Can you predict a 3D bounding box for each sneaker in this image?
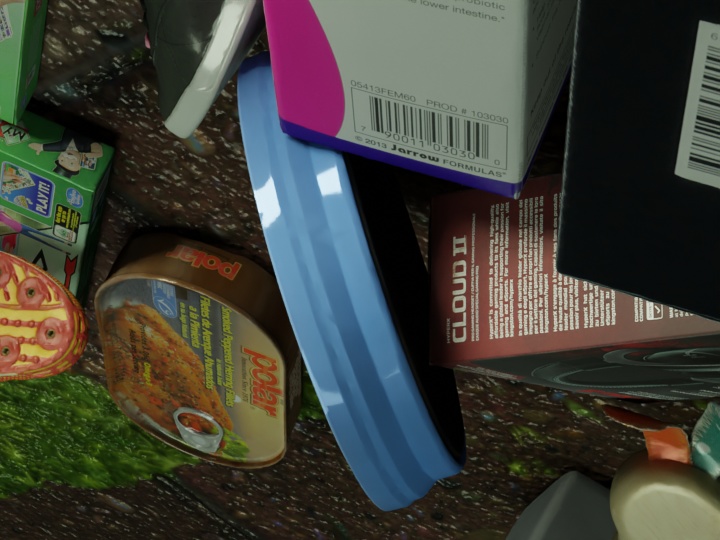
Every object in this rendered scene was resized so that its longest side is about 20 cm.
[{"bbox_3d":[-0.079,-0.136,0.830,0.099,0.071,0.200,26,146,1],"label":"sneaker"},{"bbox_3d":[-0.216,0.026,1.108,0.199,0.073,0.077,5,168,36],"label":"sneaker"}]

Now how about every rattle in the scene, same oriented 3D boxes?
[{"bbox_3d":[0.176,0.099,0.995,0.130,0.143,0.200,-5,125,42],"label":"rattle"}]

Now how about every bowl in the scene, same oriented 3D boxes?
[{"bbox_3d":[0.000,0.000,0.875,0.039,0.201,0.201,-18,139,8],"label":"bowl"}]

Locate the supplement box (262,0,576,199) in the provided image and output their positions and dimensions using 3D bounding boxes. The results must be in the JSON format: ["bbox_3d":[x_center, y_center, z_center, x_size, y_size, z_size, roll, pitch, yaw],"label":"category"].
[{"bbox_3d":[0.026,-0.132,0.723,0.101,0.104,0.200,17,151,13],"label":"supplement box"}]

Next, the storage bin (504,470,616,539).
[{"bbox_3d":[0.124,0.212,1.127,0.134,0.200,0.146,34,150,-1],"label":"storage bin"}]

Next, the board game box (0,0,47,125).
[{"bbox_3d":[-0.204,-0.152,0.923,0.134,0.029,0.200,23,150,-1],"label":"board game box"}]

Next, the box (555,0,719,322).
[{"bbox_3d":[0.141,-0.112,0.580,0.123,0.197,0.200,17,150,13],"label":"box"}]

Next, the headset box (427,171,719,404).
[{"bbox_3d":[0.134,0.006,0.840,0.199,0.078,0.149,-10,164,41],"label":"headset box"}]

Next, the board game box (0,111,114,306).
[{"bbox_3d":[-0.206,-0.031,1.103,0.134,0.029,0.200,23,150,0],"label":"board game box"}]

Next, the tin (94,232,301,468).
[{"bbox_3d":[-0.086,0.047,1.152,0.112,0.042,0.200,22,150,10],"label":"tin"}]
